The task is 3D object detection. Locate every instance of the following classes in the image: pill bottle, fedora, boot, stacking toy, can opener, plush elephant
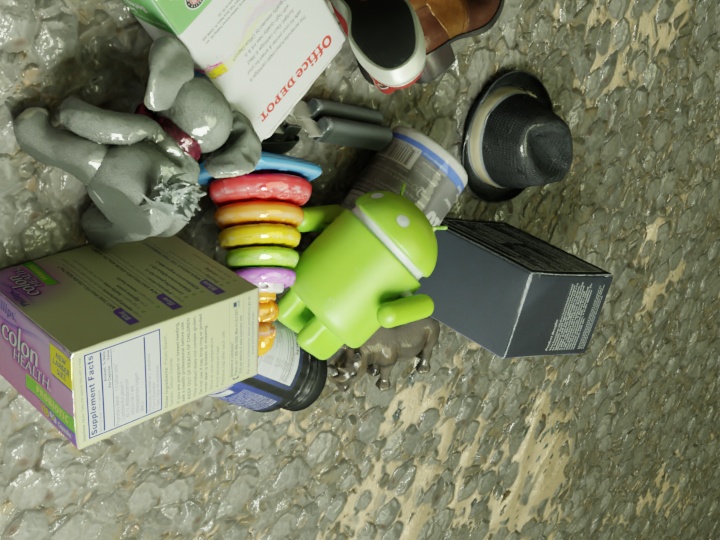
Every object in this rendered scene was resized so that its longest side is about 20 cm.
[{"bbox_3d":[-0.126,0.093,1.180,0.199,0.111,0.113,30,89,-51],"label":"pill bottle"},{"bbox_3d":[0.224,-0.166,1.426,0.199,0.091,0.203,-25,128,-36],"label":"fedora"},{"bbox_3d":[0.076,-0.348,1.209,0.188,0.068,0.201,-44,125,-22],"label":"boot"},{"bbox_3d":[0.031,-0.220,1.112,0.072,0.201,0.145,-26,136,0],"label":"boot"},{"bbox_3d":[-0.101,-0.015,1.087,0.109,0.115,0.204,6,78,-46],"label":"stacking toy"},{"bbox_3d":[0.030,-0.059,1.261,0.201,0.113,0.114,-55,140,-8],"label":"pill bottle"},{"bbox_3d":[-0.048,-0.160,1.181,0.198,0.053,0.066,-3,148,-45],"label":"can opener"},{"bbox_3d":[-0.182,-0.118,0.965,0.156,0.198,0.166,-57,135,-28],"label":"plush elephant"}]

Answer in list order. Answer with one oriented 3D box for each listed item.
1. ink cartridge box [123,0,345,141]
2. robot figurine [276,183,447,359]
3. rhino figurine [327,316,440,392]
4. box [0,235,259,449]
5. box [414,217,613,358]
[{"bbox_3d":[-0.120,-0.246,1.014,0.145,0.083,0.200,-51,140,-12],"label":"ink cartridge box"},{"bbox_3d":[0.000,0.000,1.141,0.200,0.176,0.116,-44,152,1],"label":"robot figurine"},{"bbox_3d":[0.030,0.106,1.398,0.198,0.060,0.089,-19,127,-39],"label":"rhino figurine"},{"bbox_3d":[-0.223,0.053,0.999,0.198,0.175,0.098,-20,125,-40],"label":"box"},{"bbox_3d":[0.188,0.021,1.413,0.197,0.199,0.125,3,110,-47],"label":"box"}]
